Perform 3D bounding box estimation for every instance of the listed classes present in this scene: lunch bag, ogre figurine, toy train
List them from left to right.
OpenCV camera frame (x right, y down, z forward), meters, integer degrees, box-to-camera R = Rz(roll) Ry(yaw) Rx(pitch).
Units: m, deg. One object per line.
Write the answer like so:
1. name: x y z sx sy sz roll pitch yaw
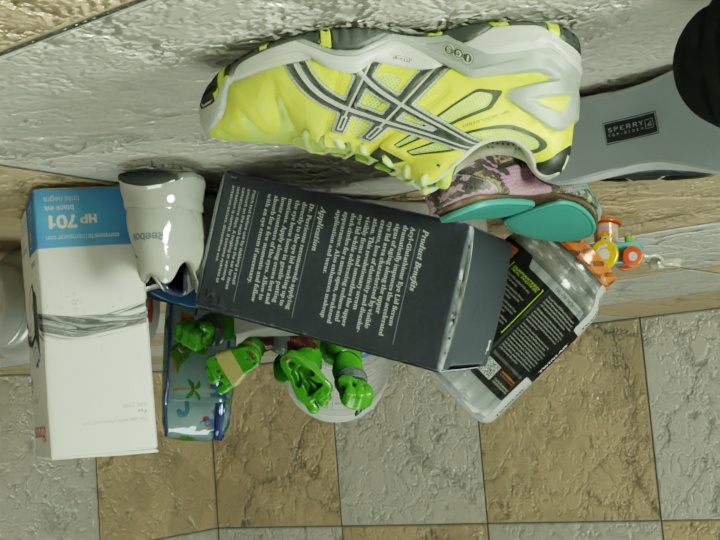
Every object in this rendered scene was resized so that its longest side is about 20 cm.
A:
1. lunch bag: -0.183 0.093 1.362 0.081 0.202 0.161 3 171 -7
2. ogre figurine: -0.072 0.077 1.195 0.198 0.099 0.120 0 -159 18
3. toy train: 0.249 -0.023 1.331 0.199 0.056 0.149 -7 175 44

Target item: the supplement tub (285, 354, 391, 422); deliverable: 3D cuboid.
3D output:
1. supplement tub: -0.024 0.076 1.362 0.130 0.133 0.201 -4 150 -7

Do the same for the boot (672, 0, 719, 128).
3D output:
1. boot: 0.273 -0.103 0.573 0.199 0.077 0.167 -17 163 35

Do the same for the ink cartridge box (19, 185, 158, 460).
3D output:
1. ink cartridge box: -0.217 0.046 0.942 0.085 0.203 0.146 -2 172 -20

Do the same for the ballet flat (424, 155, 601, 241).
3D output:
1. ballet flat: 0.106 -0.063 0.813 0.069 0.072 0.199 -17 167 35

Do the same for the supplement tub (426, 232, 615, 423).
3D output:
1. supplement tub: 0.155 0.046 1.204 0.200 0.123 0.123 -45 169 2

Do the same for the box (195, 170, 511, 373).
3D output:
1. box: 0.000 0.003 0.899 0.198 0.106 0.148 13 180 17

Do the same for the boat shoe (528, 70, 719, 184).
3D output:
1. boat shoe: 0.198 -0.085 0.727 0.198 0.071 0.066 -9 179 38

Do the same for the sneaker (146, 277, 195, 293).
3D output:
1. sneaker: -0.190 -0.023 1.057 0.198 0.072 0.083 -7 149 8

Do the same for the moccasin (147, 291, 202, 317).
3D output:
1. moccasin: -0.136 0.007 1.193 0.198 0.082 0.068 1 176 -33

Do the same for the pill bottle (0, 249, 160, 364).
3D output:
1. pill bottle: -0.304 0.037 1.185 0.110 0.113 0.199 -9 172 32

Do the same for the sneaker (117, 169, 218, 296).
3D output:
1. sneaker: -0.133 -0.022 0.917 0.074 0.088 0.200 -1 175 16

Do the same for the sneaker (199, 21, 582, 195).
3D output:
1. sneaker: 0.015 -0.078 0.605 0.198 0.077 0.075 -4 175 7

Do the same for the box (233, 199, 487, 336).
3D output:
1. box: 0.000 0.000 1.106 0.198 0.108 0.152 0 171 -35
